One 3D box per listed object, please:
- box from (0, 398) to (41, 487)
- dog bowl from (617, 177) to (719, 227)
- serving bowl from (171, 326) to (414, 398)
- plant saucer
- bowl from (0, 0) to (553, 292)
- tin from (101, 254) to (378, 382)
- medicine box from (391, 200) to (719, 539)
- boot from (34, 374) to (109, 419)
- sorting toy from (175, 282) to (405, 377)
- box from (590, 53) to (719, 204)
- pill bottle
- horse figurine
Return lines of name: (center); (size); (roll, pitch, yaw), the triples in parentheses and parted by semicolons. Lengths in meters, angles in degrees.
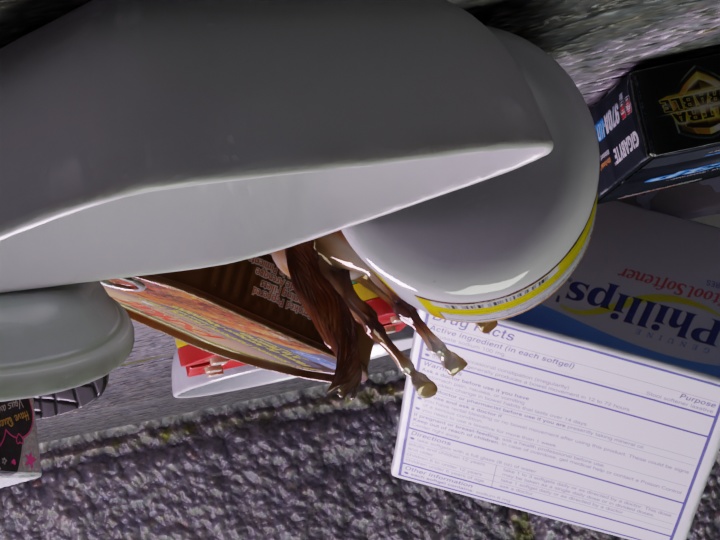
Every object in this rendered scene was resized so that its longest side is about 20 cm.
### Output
box: (-0.274, 0.067, 1.260); (0.199, 0.116, 0.132); (-15, 165, 30)
dog bowl: (0.212, -0.045, 1.508); (0.199, 0.059, 0.200); (-8, 168, -2)
serving bowl: (-0.047, 0.040, 1.887); (0.199, 0.066, 0.200); (-12, 174, -1)
plant saucer: (-0.185, 0.000, 0.994); (0.199, 0.051, 0.200); (6, -165, -2)
bowl: (-0.060, -0.048, 0.888); (0.199, 0.075, 0.199); (-9, 174, -40)
tin: (-0.075, 0.011, 1.260); (0.112, 0.042, 0.199); (-1, 161, 43)
medicine box: (0.123, 0.053, 1.473); (0.181, 0.103, 0.200); (15, 146, 5)
boot: (-0.236, 0.064, 1.756); (0.199, 0.070, 0.131); (-3, -178, 25)
sorting toy: (-0.036, 0.014, 1.617); (0.199, 0.070, 0.199); (-12, 174, -7)
box: (0.217, -0.085, 1.304); (0.199, 0.046, 0.159); (-13, 175, -8)
pill bottle: (0.046, -0.035, 1.080); (0.108, 0.110, 0.200); (-13, 175, 3)
horse figurine: (0.000, 0.000, 1.207); (0.050, 0.133, 0.200); (-45, 179, 14)
